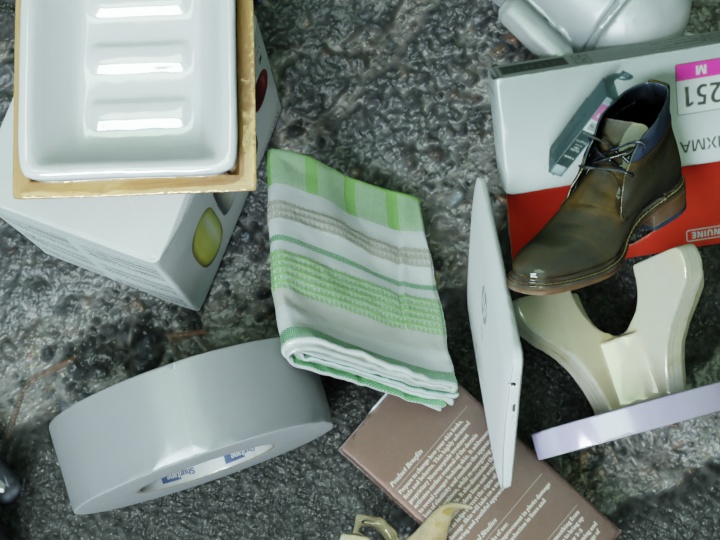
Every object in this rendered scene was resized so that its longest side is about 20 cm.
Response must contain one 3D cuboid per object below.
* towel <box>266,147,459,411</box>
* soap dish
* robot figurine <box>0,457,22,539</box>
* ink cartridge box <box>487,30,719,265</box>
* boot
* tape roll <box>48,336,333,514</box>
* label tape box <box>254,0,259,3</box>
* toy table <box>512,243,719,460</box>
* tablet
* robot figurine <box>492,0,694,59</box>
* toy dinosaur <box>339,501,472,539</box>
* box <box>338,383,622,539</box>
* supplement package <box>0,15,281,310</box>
[{"bbox_3d":[0.000,0.000,1.014,0.148,0.031,0.202,20,43,-29],"label":"towel"},{"bbox_3d":[-0.145,-0.143,0.899,0.155,0.081,0.203,-2,78,1],"label":"soap dish"},{"bbox_3d":[-0.341,0.200,1.017,0.200,0.150,0.125,47,123,10],"label":"robot figurine"},{"bbox_3d":[0.205,-0.083,1.052,0.197,0.044,0.176,-9,111,0],"label":"ink cartridge box"},{"bbox_3d":[0.162,-0.060,0.952,0.074,0.098,0.199,14,33,37],"label":"boot"},{"bbox_3d":[-0.120,0.113,0.989,0.198,0.200,0.067,-19,79,-2],"label":"tape roll"},{"bbox_3d":[-0.118,-0.273,1.095,0.197,0.143,0.067,10,79,4],"label":"label tape box"},{"bbox_3d":[0.199,0.061,1.010,0.199,0.183,0.118,-8,78,-43],"label":"toy table"},{"bbox_3d":[0.094,0.041,0.986,0.013,0.131,0.201,-2,40,-3],"label":"tablet"},{"bbox_3d":[0.181,-0.228,1.090,0.199,0.113,0.170,39,68,8],"label":"robot figurine"},{"bbox_3d":[0.036,0.213,1.005,0.100,0.202,0.058,17,37,13],"label":"toy dinosaur"},{"bbox_3d":[0.088,0.168,1.036,0.200,0.075,0.100,42,83,8],"label":"box"},{"bbox_3d":[-0.165,-0.095,1.033,0.146,0.200,0.193,20,81,6],"label":"supplement package"}]
